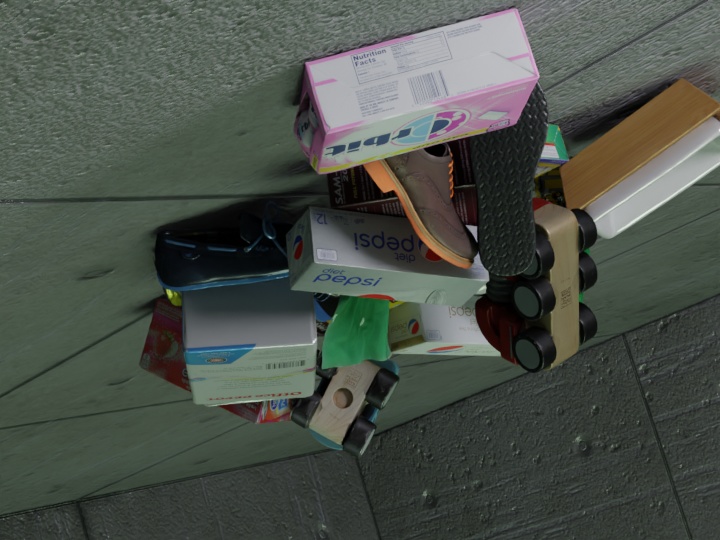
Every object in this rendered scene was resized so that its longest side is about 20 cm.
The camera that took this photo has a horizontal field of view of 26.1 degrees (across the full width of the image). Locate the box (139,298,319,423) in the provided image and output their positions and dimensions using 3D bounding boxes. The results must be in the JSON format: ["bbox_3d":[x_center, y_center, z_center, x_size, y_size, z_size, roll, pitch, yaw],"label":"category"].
[{"bbox_3d":[-0.163,0.110,1.928,0.199,0.096,0.099,22,-169,30],"label":"box"}]

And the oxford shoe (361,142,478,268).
[{"bbox_3d":[0.068,-0.079,1.485,0.072,0.071,0.200,-35,127,9],"label":"oxford shoe"}]

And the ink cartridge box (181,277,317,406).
[{"bbox_3d":[-0.123,0.080,1.735,0.143,0.086,0.200,-4,158,-4],"label":"ink cartridge box"}]

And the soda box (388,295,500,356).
[{"bbox_3d":[0.126,0.069,1.949,0.199,0.064,0.068,5,163,-41],"label":"soda box"}]

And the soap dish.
[{"bbox_3d":[0.318,-0.124,1.728,0.199,0.082,0.157,-36,164,14],"label":"soap dish"}]

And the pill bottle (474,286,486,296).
[{"bbox_3d":[0.133,-0.015,1.986,0.110,0.112,0.200,-16,168,-5],"label":"pill bottle"}]

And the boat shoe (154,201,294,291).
[{"bbox_3d":[-0.117,-0.027,1.626,0.198,0.069,0.084,-12,-162,-9],"label":"boat shoe"}]

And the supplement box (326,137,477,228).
[{"bbox_3d":[0.070,-0.080,1.588,0.198,0.061,0.109,-10,155,3],"label":"supplement box"}]

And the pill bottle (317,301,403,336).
[{"bbox_3d":[-0.020,0.011,1.884,0.199,0.110,0.109,-25,167,31],"label":"pill bottle"}]

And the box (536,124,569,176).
[{"bbox_3d":[0.116,-0.103,1.708,0.199,0.049,0.117,-24,166,37],"label":"box"}]

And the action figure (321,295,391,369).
[{"bbox_3d":[0.000,0.000,1.692,0.054,0.202,0.118,16,-164,34],"label":"action figure"}]

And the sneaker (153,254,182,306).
[{"bbox_3d":[-0.162,0.013,1.770,0.084,0.075,0.200,-20,168,12],"label":"sneaker"}]

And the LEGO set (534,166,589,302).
[{"bbox_3d":[0.200,-0.030,1.853,0.115,0.155,0.200,-1,153,18],"label":"LEGO set"}]

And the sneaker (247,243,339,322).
[{"bbox_3d":[-0.051,-0.004,1.742,0.077,0.071,0.200,-12,150,28],"label":"sneaker"}]

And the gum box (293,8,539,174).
[{"bbox_3d":[0.041,-0.148,1.324,0.198,0.067,0.114,-15,167,-9],"label":"gum box"}]

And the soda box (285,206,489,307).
[{"bbox_3d":[0.027,-0.012,1.574,0.198,0.064,0.068,6,153,-25],"label":"soda box"}]

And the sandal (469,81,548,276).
[{"bbox_3d":[0.139,-0.096,1.504,0.074,0.203,0.048,3,-160,0],"label":"sandal"}]

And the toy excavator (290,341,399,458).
[{"bbox_3d":[0.005,0.130,1.956,0.099,0.196,0.200,27,179,8],"label":"toy excavator"}]

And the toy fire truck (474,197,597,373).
[{"bbox_3d":[0.144,0.005,1.706,0.128,0.178,0.199,-27,-144,-35],"label":"toy fire truck"}]
